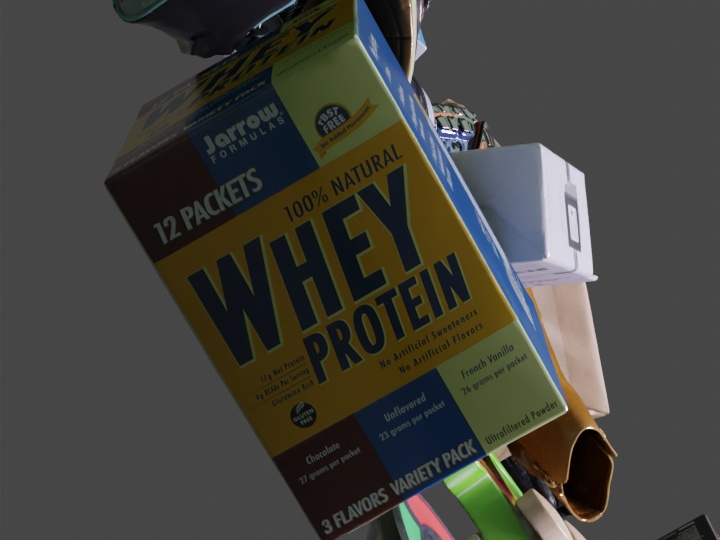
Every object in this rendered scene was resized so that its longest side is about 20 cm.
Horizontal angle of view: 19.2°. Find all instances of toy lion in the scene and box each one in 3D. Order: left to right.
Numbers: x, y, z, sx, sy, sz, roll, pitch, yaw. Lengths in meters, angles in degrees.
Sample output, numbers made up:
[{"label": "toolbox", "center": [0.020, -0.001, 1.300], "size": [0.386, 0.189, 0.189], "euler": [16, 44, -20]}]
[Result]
[{"label": "toy lion", "center": [0.076, 0.136, 1.454], "size": [0.192, 0.068, 0.200], "euler": [56, 4, 23]}]

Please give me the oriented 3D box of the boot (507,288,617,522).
[{"label": "boot", "center": [0.113, 0.062, 1.409], "size": [0.144, 0.070, 0.202], "euler": [49, -17, 51]}]

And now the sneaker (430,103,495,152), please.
[{"label": "sneaker", "center": [-0.004, -0.076, 1.440], "size": [0.199, 0.078, 0.076], "euler": [12, 58, -31]}]

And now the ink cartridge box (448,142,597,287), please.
[{"label": "ink cartridge box", "center": [0.071, -0.026, 1.263], "size": [0.200, 0.115, 0.067], "euler": [14, 71, -75]}]

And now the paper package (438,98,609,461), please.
[{"label": "paper package", "center": [0.087, 0.007, 1.583], "size": [0.200, 0.103, 0.192], "euler": [-127, -163, -53]}]

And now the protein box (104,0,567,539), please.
[{"label": "protein box", "center": [-0.010, -0.012, 1.053], "size": [0.201, 0.134, 0.199], "euler": [59, 7, -13]}]

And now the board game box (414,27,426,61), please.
[{"label": "board game box", "center": [-0.024, -0.229, 1.517], "size": [0.134, 0.034, 0.201], "euler": [38, 20, -25]}]

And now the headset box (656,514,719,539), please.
[{"label": "headset box", "center": [0.219, 0.281, 1.507], "size": [0.075, 0.148, 0.200], "euler": [57, 6, -22]}]

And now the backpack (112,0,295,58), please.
[{"label": "backpack", "center": [-0.091, -0.250, 1.235], "size": [0.153, 0.175, 0.201], "euler": [27, 40, -50]}]

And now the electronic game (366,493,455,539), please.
[{"label": "electronic game", "center": [0.060, 0.199, 1.108], "size": [0.201, 0.041, 0.200], "euler": [59, 7, -12]}]

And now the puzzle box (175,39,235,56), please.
[{"label": "puzzle box", "center": [-0.097, -0.210, 1.468], "size": [0.134, 0.025, 0.200], "euler": [66, 21, 5]}]

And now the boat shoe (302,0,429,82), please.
[{"label": "boat shoe", "center": [0.011, -0.159, 1.150], "size": [0.065, 0.073, 0.202], "euler": [-38, 142, -53]}]

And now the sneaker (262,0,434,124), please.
[{"label": "sneaker", "center": [-0.030, -0.154, 1.337], "size": [0.200, 0.075, 0.114], "euler": [47, -2, 6]}]

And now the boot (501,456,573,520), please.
[{"label": "boot", "center": [0.137, 0.136, 1.773], "size": [0.158, 0.079, 0.211], "euler": [55, 16, 11]}]
